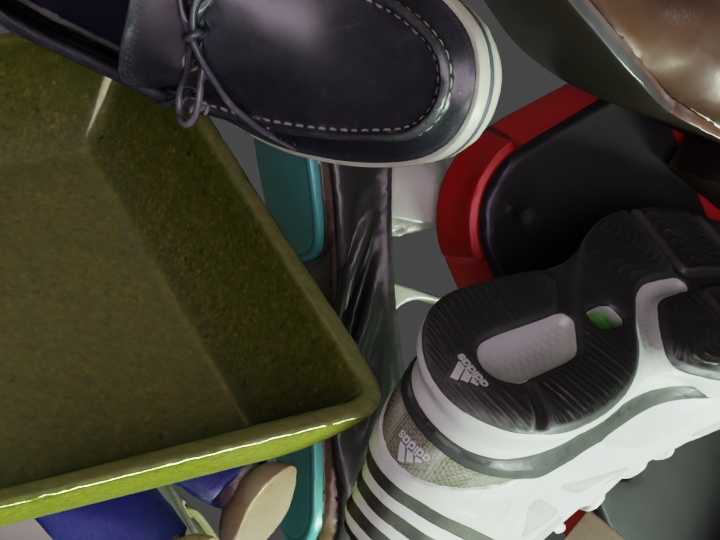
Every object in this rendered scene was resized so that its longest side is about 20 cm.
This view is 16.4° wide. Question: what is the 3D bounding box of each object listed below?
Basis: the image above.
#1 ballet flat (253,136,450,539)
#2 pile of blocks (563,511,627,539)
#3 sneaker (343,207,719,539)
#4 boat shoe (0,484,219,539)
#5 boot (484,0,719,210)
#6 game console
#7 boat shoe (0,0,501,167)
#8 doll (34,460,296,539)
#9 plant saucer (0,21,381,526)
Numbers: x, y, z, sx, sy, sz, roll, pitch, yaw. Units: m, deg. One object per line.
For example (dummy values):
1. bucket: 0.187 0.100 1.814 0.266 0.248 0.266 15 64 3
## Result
1. ballet flat: 0.000 0.000 0.872 0.068 0.068 0.200 -5 97 -21
2. pile of blocks: 0.027 0.149 0.896 0.062 0.082 0.200 39 115 12
3. sneaker: 0.067 0.049 0.820 0.076 0.200 0.115 52 130 24
4. boat shoe: -0.085 0.107 0.881 0.072 0.060 0.202 -32 84 3
5. boot: 0.141 -0.133 0.820 0.186 0.064 0.200 38 84 -37
6. game console: 0.131 0.013 0.889 0.177 0.031 0.200 -30 109 -19
7. boat shoe: -0.049 -0.082 0.804 0.200 0.062 0.075 24 109 21
8. doll: -0.122 0.034 0.832 0.200 0.048 0.136 38 55 18
9. plant saucer: -0.124 0.011 0.784 0.200 0.200 0.048 -13 138 -24
